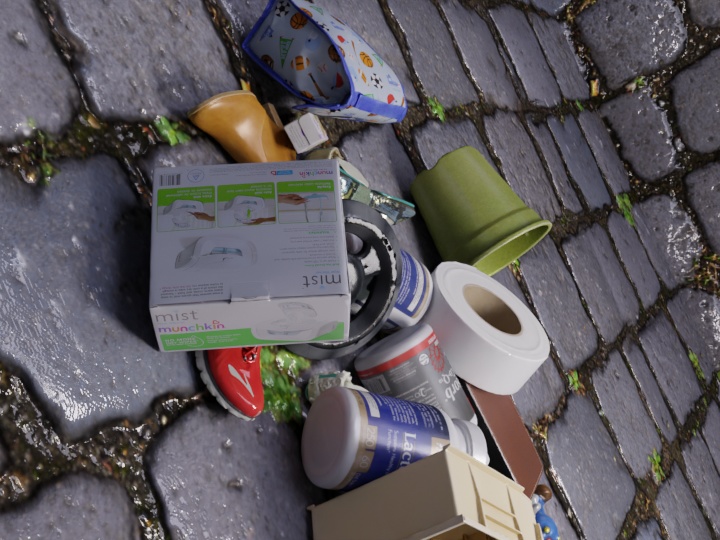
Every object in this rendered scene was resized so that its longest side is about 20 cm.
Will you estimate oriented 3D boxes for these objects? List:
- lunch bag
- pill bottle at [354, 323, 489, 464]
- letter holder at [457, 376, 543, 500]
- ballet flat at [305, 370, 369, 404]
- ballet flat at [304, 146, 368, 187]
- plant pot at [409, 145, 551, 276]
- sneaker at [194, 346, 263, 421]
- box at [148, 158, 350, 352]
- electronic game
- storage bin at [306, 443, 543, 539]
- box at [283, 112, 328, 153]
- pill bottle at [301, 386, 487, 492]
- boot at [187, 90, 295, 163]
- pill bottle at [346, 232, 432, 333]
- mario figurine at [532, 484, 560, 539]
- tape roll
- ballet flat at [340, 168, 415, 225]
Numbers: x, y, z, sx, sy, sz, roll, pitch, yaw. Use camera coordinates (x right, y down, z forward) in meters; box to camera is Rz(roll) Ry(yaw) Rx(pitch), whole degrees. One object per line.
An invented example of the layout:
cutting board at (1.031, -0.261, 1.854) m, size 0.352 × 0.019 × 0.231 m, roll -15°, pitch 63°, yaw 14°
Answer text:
lunch bag at (-0.042, -0.281, 1.544) m, size 0.200 × 0.124 × 0.170 m, roll 43°, pitch 20°, yaw 22°
pill bottle at (0.084, 0.181, 1.435) m, size 0.201 × 0.115 × 0.116 m, roll 63°, pitch 27°, yaw -5°
letter holder at (0.168, 0.235, 1.563) m, size 0.201 × 0.100 × 0.142 m, roll 63°, pitch 25°, yaw -4°
ballet flat at (0.010, 0.195, 1.346) m, size 0.200 × 0.071 × 0.072 m, roll 49°, pitch 31°, yaw -29°
ballet flat at (-0.006, -0.094, 1.560) m, size 0.200 × 0.069 × 0.070 m, roll 54°, pitch 29°, yaw -22°
plant pot at (0.180, -0.094, 1.792) m, size 0.185 × 0.200 × 0.200 m, roll 57°, pitch 25°, yaw 12°
sneaker at (-0.129, 0.061, 1.183) m, size 0.077 × 0.085 × 0.201 m, roll 24°, pitch 48°, yaw -52°
box at (-0.114, -0.018, 1.135) m, size 0.097 × 0.198 × 0.177 m, roll 93°, pitch -8°, yaw -57°
electronic game at (-0.034, 0.012, 1.327) m, size 0.200 × 0.200 × 0.042 m, roll 46°, pitch -12°, yaw -33°
storage bin at (0.075, 0.300, 1.225) m, size 0.198 × 0.199 × 0.094 m, roll 36°, pitch 34°, yaw -43°
box at (-0.071, -0.184, 1.467) m, size 0.042 × 0.039 × 0.200 m, roll 61°, pitch 4°, yaw -5°
pill bottle at (0.041, 0.207, 1.270) m, size 0.199 × 0.116 × 0.116 m, roll 14°, pitch 52°, yaw -29°
boot at (-0.130, -0.144, 1.372) m, size 0.201 × 0.070 × 0.145 m, roll -7°, pitch 74°, yaw -67°
pill bottle at (0.000, 0.000, 1.441) m, size 0.200 × 0.111 × 0.112 m, roll 33°, pitch 40°, yaw -47°
mario figurine at (0.286, 0.396, 1.625) m, size 0.123 × 0.106 × 0.201 m, roll 9°, pitch 44°, yaw -18°
tape roll at (0.167, 0.078, 1.539) m, size 0.202 × 0.071 × 0.203 m, roll 28°, pitch 26°, yaw -15°
ballet flat at (-0.003, -0.086, 1.476) m, size 0.199 × 0.074 × 0.075 m, roll 21°, pitch 49°, yaw -44°
